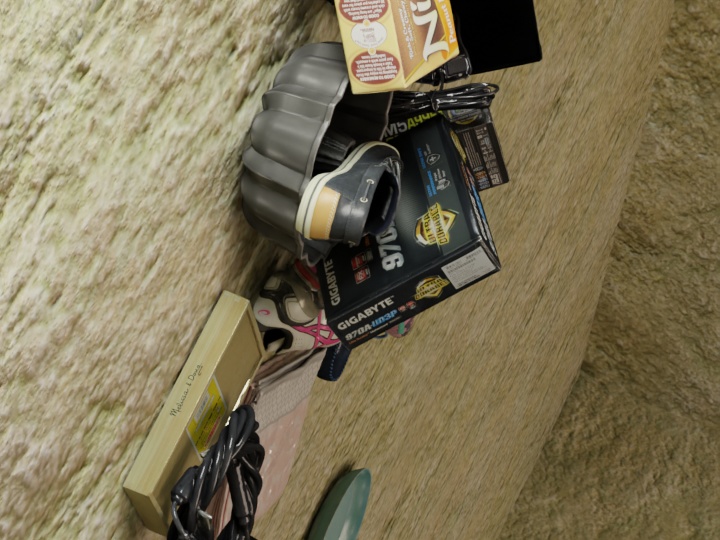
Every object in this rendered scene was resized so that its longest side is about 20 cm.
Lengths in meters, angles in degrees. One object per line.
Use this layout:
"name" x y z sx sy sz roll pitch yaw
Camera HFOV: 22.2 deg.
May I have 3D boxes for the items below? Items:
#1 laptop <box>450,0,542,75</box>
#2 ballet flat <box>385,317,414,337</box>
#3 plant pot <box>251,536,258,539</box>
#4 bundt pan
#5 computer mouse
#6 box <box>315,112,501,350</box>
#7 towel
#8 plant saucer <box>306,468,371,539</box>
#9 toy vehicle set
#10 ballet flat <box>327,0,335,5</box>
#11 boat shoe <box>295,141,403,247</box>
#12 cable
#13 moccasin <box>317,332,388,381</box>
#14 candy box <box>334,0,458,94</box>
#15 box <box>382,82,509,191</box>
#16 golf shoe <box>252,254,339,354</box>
"laptop" 0.164 -0.311 1.833 0.200 0.116 0.187 -48 -163 -15
"ballet flat" 0.000 0.000 1.755 0.200 0.069 0.072 -126 -153 -52
"plant pot" -0.102 0.423 1.917 0.200 0.177 0.201 -33 142 -69
"bundt pan" -0.043 -0.110 1.594 0.202 0.075 0.203 21 90 -76
"computer mouse" 0.041 -0.193 1.754 0.200 0.139 0.046 -112 -164 -50
"box" 0.033 -0.039 1.668 0.046 0.158 0.201 52 16 -37
"towel" -0.099 0.178 1.883 0.200 0.032 0.192 -30 139 -68
"plant saucer" -0.037 0.345 2.367 0.200 0.027 0.201 21 90 -76
"toy vehicle set" -0.145 0.130 1.644 0.124 0.026 0.201 82 32 -64
"ballet flat" 0.013 -0.246 1.620 0.068 0.068 0.200 -53 166 3
"boat shoe" 0.005 -0.062 1.565 0.200 0.062 0.075 -37 144 -68
"cable" -0.133 0.214 1.679 0.200 0.051 0.164 86 23 -56
"moccasin" 0.003 0.029 1.984 0.080 0.068 0.201 -13 122 -74
"candy box" 0.020 -0.257 1.505 0.115 0.055 0.201 -38 122 -56
"box" 0.061 -0.113 1.839 0.200 0.159 0.045 55 19 -73
"golf shoe" -0.063 0.042 1.779 0.092 0.073 0.200 -41 162 -4
